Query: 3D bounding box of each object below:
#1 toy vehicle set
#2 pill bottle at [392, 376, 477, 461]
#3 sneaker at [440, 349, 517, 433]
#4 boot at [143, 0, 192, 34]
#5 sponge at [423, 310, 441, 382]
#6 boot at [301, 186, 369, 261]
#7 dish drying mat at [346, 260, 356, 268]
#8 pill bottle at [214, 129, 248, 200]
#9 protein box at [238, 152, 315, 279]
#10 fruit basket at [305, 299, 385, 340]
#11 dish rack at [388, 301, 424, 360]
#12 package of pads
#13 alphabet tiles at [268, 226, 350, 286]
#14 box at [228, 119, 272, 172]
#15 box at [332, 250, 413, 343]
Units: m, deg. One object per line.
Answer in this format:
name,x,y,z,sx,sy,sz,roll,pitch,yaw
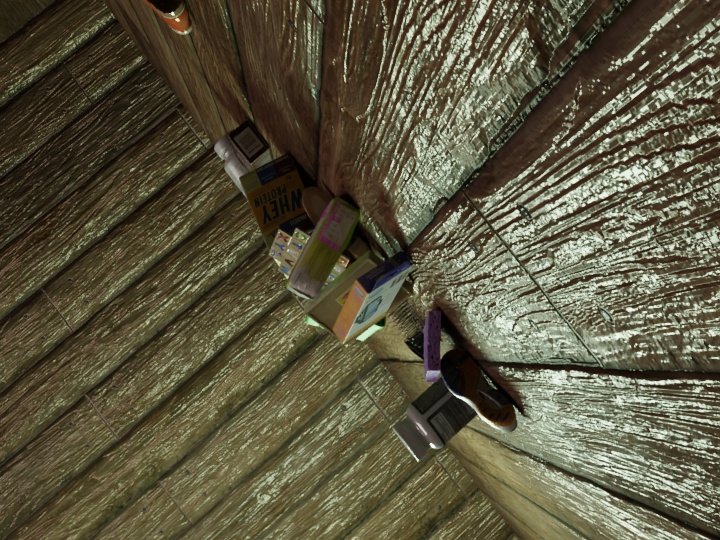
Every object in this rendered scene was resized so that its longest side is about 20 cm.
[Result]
toy vehicle set,-0.005,0.058,1.625,0.124,0.199,0.027,38,-148,-22
pill bottle,0.172,0.315,1.789,0.116,0.199,0.116,50,174,8
sneaker,0.225,0.240,1.575,0.201,0.075,0.088,50,177,37
boot,-0.439,-0.593,1.766,0.201,0.075,0.107,49,178,18
sponge,0.142,0.153,1.610,0.200,0.029,0.115,80,-169,-76
boot,-0.054,-0.087,1.783,0.202,0.071,0.144,47,173,5
dish drying mat,0.000,0.000,1.756,0.197,0.019,0.077,8,155,47
pill bottle,-0.327,-0.299,2.342,0.201,0.114,0.114,51,173,3
protein box,-0.170,-0.123,1.920,0.199,0.132,0.203,67,177,-68
fruit basket,-0.024,0.057,1.911,0.217,0.211,0.158,56,-156,-38
dish rack,0.097,0.103,1.822,0.202,0.054,0.153,54,172,-13
package of pads,-0.076,-0.041,1.620,0.067,0.203,0.154,28,176,-7
alphabet tiles,-0.103,-0.012,1.766,0.197,0.006,0.167,30,142,-2
box,-0.290,-0.318,2.188,0.101,0.075,0.200,50,172,3
box,0.023,0.044,1.493,0.042,0.118,0.202,46,144,18
